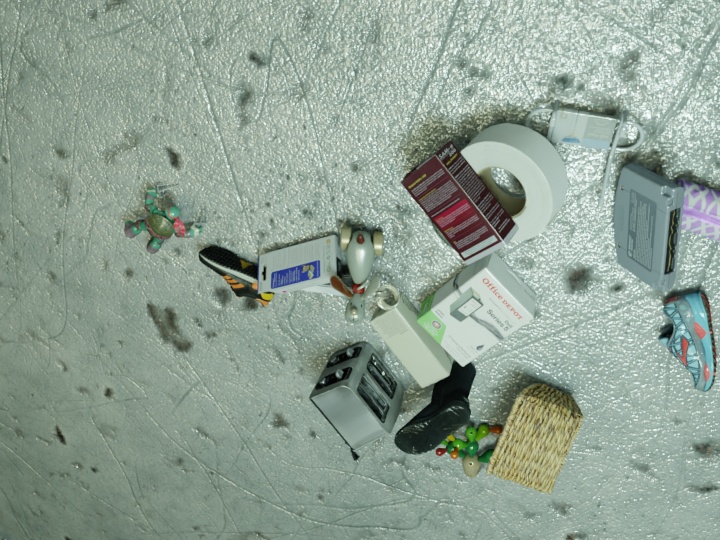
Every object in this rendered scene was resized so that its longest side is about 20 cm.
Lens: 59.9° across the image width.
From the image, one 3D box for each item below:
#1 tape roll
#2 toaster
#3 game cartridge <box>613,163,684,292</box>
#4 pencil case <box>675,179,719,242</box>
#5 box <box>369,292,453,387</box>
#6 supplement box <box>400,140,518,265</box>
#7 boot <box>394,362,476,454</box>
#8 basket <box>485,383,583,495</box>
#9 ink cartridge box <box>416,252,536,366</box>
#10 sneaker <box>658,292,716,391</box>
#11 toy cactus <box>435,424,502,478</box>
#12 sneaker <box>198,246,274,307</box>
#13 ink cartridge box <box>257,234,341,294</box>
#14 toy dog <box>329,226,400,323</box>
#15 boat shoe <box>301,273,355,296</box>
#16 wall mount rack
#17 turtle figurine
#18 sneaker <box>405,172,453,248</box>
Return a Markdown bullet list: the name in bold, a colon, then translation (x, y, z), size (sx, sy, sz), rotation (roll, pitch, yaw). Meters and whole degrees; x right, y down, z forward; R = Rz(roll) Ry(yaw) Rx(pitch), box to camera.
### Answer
- **tape roll**: translation (0.261, -0.153, 1.109), size (0.201, 0.071, 0.204), rotation (27, 140, 25)
- **toaster**: translation (-0.002, 0.290, 1.424), size (0.118, 0.181, 0.201), rotation (-31, 104, 29)
- **game cartridge**: translation (0.492, -0.077, 1.078), size (0.040, 0.134, 0.202), rotation (-20, 124, -13)
- **pencil case**: translation (0.614, -0.084, 1.058), size (0.198, 0.086, 0.085), rotation (21, 128, 8)
- **box**: translation (0.115, 0.154, 1.375), size (0.082, 0.069, 0.201), rotation (-30, 105, 30)
- **supplement box**: translation (0.176, -0.118, 1.118), size (0.201, 0.061, 0.109), rotation (50, 143, -7)
- **boot**: translation (0.169, 0.300, 1.374), size (0.200, 0.168, 0.076), rotation (-39, 101, 27)
- **basket**: translation (0.360, 0.343, 1.337), size (0.147, 0.143, 0.202), rotation (18, 105, 1)
- **ink cartridge box**: translation (0.237, 0.079, 1.280), size (0.145, 0.084, 0.200), rotation (44, 123, -7)
- **sneaker**: translation (0.623, 0.136, 1.192), size (0.095, 0.079, 0.202), rotation (-6, 107, 33)
- **toy cactus**: translation (0.266, 0.436, 1.472), size (0.197, 0.103, 0.167), rotation (0, 128, 8)
- **sneaker**: translation (-0.290, 0.020, 1.442), size (0.198, 0.070, 0.091), rotation (23, 120, 4)
- **ink cartridge box**: translation (-0.134, -0.008, 1.356), size (0.198, 0.096, 0.037), rotation (-12, 154, 21)
- **toy dog**: translation (0.000, 0.000, 1.272), size (0.130, 0.096, 0.203), rotation (-16, 84, 3)
- **boat shoe**: translation (-0.079, 0.016, 1.372), size (0.198, 0.070, 0.067), rotation (8, 92, 28)
- **wall mount rack**: translation (0.378, -0.203, 1.084), size (0.197, 0.075, 0.175), rotation (12, 140, 14)
- **turtle figurine**: translation (-0.447, -0.114, 1.414), size (0.199, 0.101, 0.150), rotation (-28, 106, 36)
- **sneaker**: translation (0.170, -0.120, 1.202), size (0.082, 0.073, 0.200), rotation (-33, 104, 29)
